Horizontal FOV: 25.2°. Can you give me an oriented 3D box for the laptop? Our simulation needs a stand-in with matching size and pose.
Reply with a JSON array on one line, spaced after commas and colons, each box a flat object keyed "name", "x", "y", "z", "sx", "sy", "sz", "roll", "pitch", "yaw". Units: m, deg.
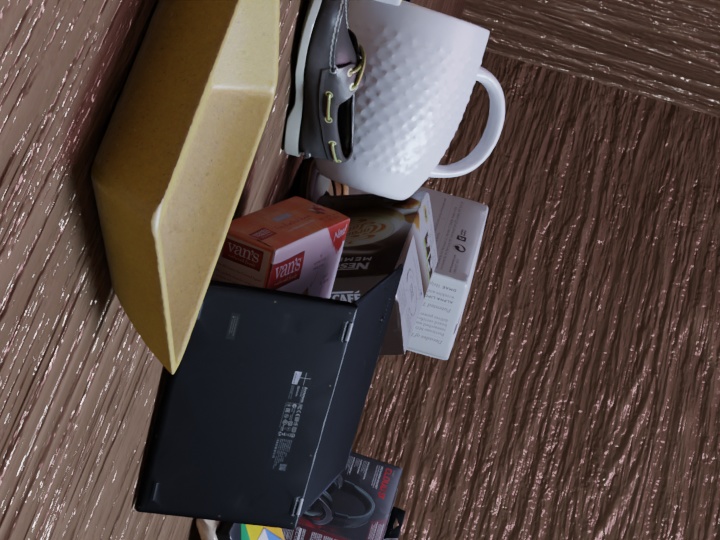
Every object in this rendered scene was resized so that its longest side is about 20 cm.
[{"name": "laptop", "x": -0.065, "y": 0.087, "z": 1.236, "sx": 0.116, "sy": 0.198, "sz": 0.189, "roll": -126, "pitch": -132, "yaw": -63}]

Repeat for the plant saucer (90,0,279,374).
[{"name": "plant saucer", "x": -0.094, "y": -0.073, "z": 0.865, "sx": 0.200, "sy": 0.048, "sz": 0.202, "roll": 100, "pitch": 7, "yaw": -65}]

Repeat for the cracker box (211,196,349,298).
[{"name": "cracker box", "x": -0.081, "y": 0.052, "z": 1.280, "sx": 0.134, "sy": 0.057, "sz": 0.202, "roll": -27, "pitch": 135, "yaw": -62}]

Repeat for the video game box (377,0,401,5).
[{"name": "video game box", "x": 0.052, "y": -0.367, "z": 1.420, "sx": 0.183, "sy": 0.046, "sz": 0.201, "roll": 98, "pitch": 8, "yaw": -47}]

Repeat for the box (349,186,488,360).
[{"name": "box", "x": 0.053, "y": -0.011, "z": 2.158, "sx": 0.200, "sy": 0.198, "sz": 0.132, "roll": -69, "pitch": 174, "yaw": -54}]

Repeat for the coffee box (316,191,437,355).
[{"name": "coffee box", "x": 0.000, "y": 0.000, "z": 1.499, "sx": 0.200, "sy": 0.113, "sz": 0.081, "roll": -67, "pitch": 152, "yaw": -64}]

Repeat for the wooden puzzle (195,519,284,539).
[{"name": "wooden puzzle", "x": -0.111, "y": 0.294, "z": 1.666, "sx": 0.200, "sy": 0.037, "sz": 0.187, "roll": -70, "pitch": 146, "yaw": -68}]

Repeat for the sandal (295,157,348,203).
[{"name": "sandal", "x": -0.035, "y": -0.080, "z": 1.654, "sx": 0.201, "sy": 0.054, "sz": 0.082, "roll": -68, "pitch": 173, "yaw": -55}]

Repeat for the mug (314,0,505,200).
[{"name": "mug", "x": 0.049, "y": -0.158, "z": 1.532, "sx": 0.147, "sy": 0.198, "sz": 0.177, "roll": 33, "pitch": -73, "yaw": 62}]

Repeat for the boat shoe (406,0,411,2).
[{"name": "boat shoe", "x": 0.013, "y": -0.244, "z": 1.643, "sx": 0.075, "sy": 0.062, "sz": 0.201, "roll": 104, "pitch": 5, "yaw": -54}]

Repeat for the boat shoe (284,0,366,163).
[{"name": "boat shoe", "x": -0.024, "y": -0.171, "z": 1.389, "sx": 0.202, "sy": 0.060, "sz": 0.072, "roll": 101, "pitch": 6, "yaw": -53}]

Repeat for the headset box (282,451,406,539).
[{"name": "headset box", "x": -0.038, "y": 0.324, "z": 2.220, "sx": 0.150, "sy": 0.198, "sz": 0.078, "roll": -69, "pitch": 175, "yaw": -45}]
